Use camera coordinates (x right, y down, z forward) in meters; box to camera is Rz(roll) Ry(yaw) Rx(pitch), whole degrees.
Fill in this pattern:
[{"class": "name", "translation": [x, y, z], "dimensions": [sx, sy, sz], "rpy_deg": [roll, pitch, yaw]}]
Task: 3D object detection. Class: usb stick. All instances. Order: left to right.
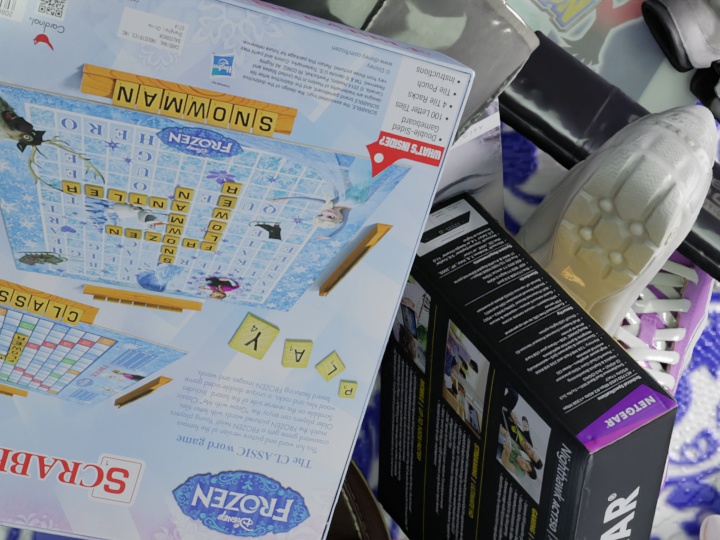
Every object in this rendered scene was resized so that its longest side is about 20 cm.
[{"class": "usb stick", "translation": [0.146, -0.045, 0.867], "dimensions": [0.200, 0.033, 0.055], "rpy_deg": [36, 53, 0]}]

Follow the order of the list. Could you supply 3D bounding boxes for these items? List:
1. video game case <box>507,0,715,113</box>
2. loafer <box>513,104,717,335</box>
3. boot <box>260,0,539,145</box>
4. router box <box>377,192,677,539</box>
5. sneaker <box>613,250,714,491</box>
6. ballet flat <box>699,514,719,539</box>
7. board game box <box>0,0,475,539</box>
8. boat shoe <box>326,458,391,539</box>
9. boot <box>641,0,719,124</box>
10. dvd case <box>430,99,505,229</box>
[{"class": "video game case", "translation": [0.118, -0.186, 0.894], "dimensions": [0.200, 0.023, 0.182], "rpy_deg": [32, 92, -8]}, {"class": "loafer", "translation": [0.108, -0.007, 0.833], "dimensions": [0.070, 0.200, 0.070], "rpy_deg": [43, 55, 3]}, {"class": "boot", "translation": [-0.055, -0.062, 0.664], "dimensions": [0.182, 0.073, 0.200], "rpy_deg": [34, 100, -24]}, {"class": "router box", "translation": [0.067, 0.086, 0.809], "dimensions": [0.051, 0.149, 0.200], "rpy_deg": [-24, 141, -22]}, {"class": "sneaker", "translation": [0.140, 0.045, 0.877], "dimensions": [0.073, 0.114, 0.201], "rpy_deg": [17, 92, -6]}, {"class": "ballet flat", "translation": [0.226, 0.136, 0.928], "dimensions": [0.200, 0.068, 0.075], "rpy_deg": [-43, 77, -5]}, {"class": "board game box", "translation": [-0.083, -0.004, 0.620], "dimensions": [0.200, 0.041, 0.200], "rpy_deg": [14, 102, -21]}, {"class": "boat shoe", "translation": [-0.011, 0.166, 0.882], "dimensions": [0.072, 0.072, 0.200], "rpy_deg": [-14, 83, -5]}, {"class": "boot", "translation": [0.241, -0.102, 0.891], "dimensions": [0.200, 0.070, 0.132], "rpy_deg": [42, 91, -10]}, {"class": "dvd case", "translation": [0.000, 0.000, 0.822], "dimensions": [0.148, 0.200, 0.016], "rpy_deg": [-27, 65, -6]}]
